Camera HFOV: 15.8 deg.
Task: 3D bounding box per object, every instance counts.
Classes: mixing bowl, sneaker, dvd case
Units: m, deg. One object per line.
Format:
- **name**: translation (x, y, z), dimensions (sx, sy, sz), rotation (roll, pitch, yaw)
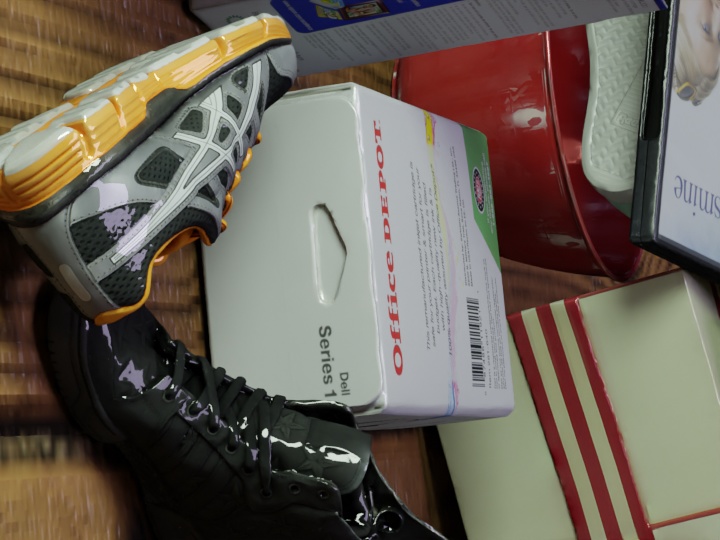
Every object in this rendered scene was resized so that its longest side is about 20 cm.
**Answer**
- **mixing bowl**: translation (0.083, -0.086, 1.440), dimensions (0.200, 0.108, 0.201), rotation (-8, 90, -71)
- **sneaker**: translation (-0.042, 0.069, 1.038), dimensions (0.060, 0.104, 0.200), rotation (-77, 152, -43)
- **sneaker**: translation (-0.078, -0.043, 1.010), dimensions (0.200, 0.078, 0.077), rotation (-41, 108, -55)
- **sneaker**: translation (0.174, -0.106, 1.427), dimensions (0.118, 0.074, 0.201), rotation (44, 52, -51)
- **dvd case**: translation (0.191, -0.094, 1.367), dimensions (0.143, 0.018, 0.200), rotation (21, 72, -52)

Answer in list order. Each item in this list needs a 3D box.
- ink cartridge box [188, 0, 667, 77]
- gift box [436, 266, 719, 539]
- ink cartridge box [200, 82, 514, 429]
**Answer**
- **ink cartridge box**: translation (0.031, -0.130, 1.172), dimensions (0.095, 0.200, 0.037), rotation (40, 47, -64)
- **gift box**: translation (0.134, 0.106, 1.425), dimensions (0.200, 0.184, 0.187), rotation (-12, 86, -67)
- **ink cartridge box**: translation (0.000, 0.000, 1.210), dimensions (0.200, 0.084, 0.145), rotation (10, 74, -70)
